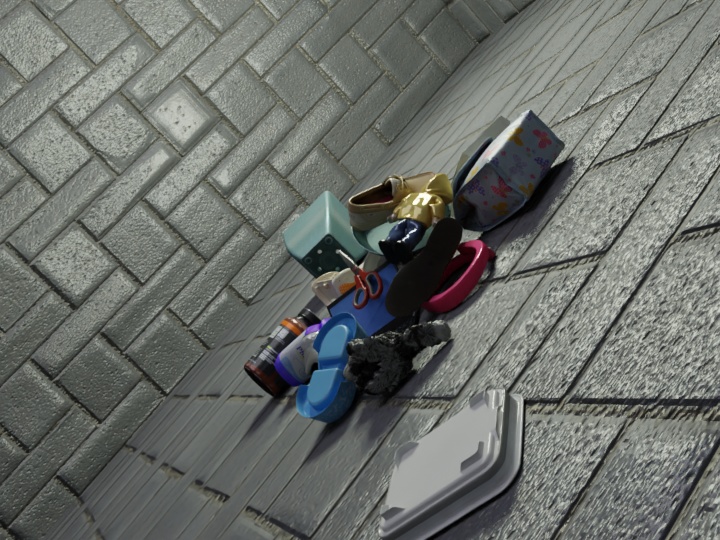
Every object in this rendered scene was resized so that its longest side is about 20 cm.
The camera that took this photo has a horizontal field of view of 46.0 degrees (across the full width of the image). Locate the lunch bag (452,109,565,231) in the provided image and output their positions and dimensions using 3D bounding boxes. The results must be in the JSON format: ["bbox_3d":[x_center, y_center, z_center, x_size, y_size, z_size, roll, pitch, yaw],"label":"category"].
[{"bbox_3d":[0.259,-0.177,1.590,0.170,0.127,0.200,-50,3,-28],"label":"lunch bag"}]

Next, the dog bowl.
[{"bbox_3d":[-0.044,0.174,1.492,0.110,0.049,0.203,-14,51,45],"label":"dog bowl"}]

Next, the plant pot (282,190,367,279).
[{"bbox_3d":[-0.094,-0.065,2.398,0.195,0.196,0.201,-42,19,14],"label":"plant pot"}]

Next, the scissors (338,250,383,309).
[{"bbox_3d":[0.000,0.000,1.630,0.073,0.014,0.201,-44,33,19],"label":"scissors"}]

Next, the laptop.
[{"bbox_3d":[0.009,0.100,1.546,0.176,0.104,0.200,-38,11,24],"label":"laptop"}]

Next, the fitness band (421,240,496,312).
[{"bbox_3d":[0.164,0.010,1.487,0.144,0.037,0.200,-48,9,-10],"label":"fitness band"}]

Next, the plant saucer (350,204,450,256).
[{"bbox_3d":[0.080,-0.090,1.645,0.196,0.036,0.202,-9,46,9],"label":"plant saucer"}]

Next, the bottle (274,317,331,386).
[{"bbox_3d":[-0.093,0.161,1.800,0.199,0.084,0.065,-41,10,21],"label":"bottle"}]

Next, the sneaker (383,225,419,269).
[{"bbox_3d":[0.074,-0.030,1.698,0.200,0.140,0.078,-46,10,-4],"label":"sneaker"}]

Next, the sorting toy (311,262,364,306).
[{"bbox_3d":[0.000,0.016,1.969,0.179,0.107,0.200,-41,8,-15],"label":"sorting toy"}]

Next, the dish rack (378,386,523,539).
[{"bbox_3d":[0.095,0.217,0.956,0.199,0.044,0.172,-40,11,26],"label":"dish rack"}]

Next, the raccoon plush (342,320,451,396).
[{"bbox_3d":[0.059,0.138,1.385,0.196,0.099,0.134,-14,3,7],"label":"raccoon plush"}]

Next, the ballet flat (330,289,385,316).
[{"bbox_3d":[0.019,0.055,1.656,0.197,0.072,0.072,-20,22,28],"label":"ballet flat"}]

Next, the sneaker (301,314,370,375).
[{"bbox_3d":[-0.031,0.155,1.664,0.198,0.075,0.093,-26,51,31],"label":"sneaker"}]

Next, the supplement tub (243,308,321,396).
[{"bbox_3d":[-0.169,0.184,1.954,0.200,0.107,0.107,-48,11,-16],"label":"supplement tub"}]

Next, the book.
[{"bbox_3d":[0.242,-0.212,1.758,0.134,0.048,0.201,-45,-19,-26],"label":"book"}]

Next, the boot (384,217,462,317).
[{"bbox_3d":[0.116,0.005,1.494,0.201,0.073,0.076,-53,-15,-10],"label":"boot"}]

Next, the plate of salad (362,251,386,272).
[{"bbox_3d":[0.064,-0.043,1.797,0.199,0.048,0.202,-37,-32,-28],"label":"plate of salad"}]

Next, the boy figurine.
[{"bbox_3d":[0.107,-0.101,1.568,0.123,0.065,0.201,4,46,39],"label":"boy figurine"}]

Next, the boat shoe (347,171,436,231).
[{"bbox_3d":[0.066,-0.145,1.628,0.198,0.070,0.074,-27,45,-10],"label":"boat shoe"}]
